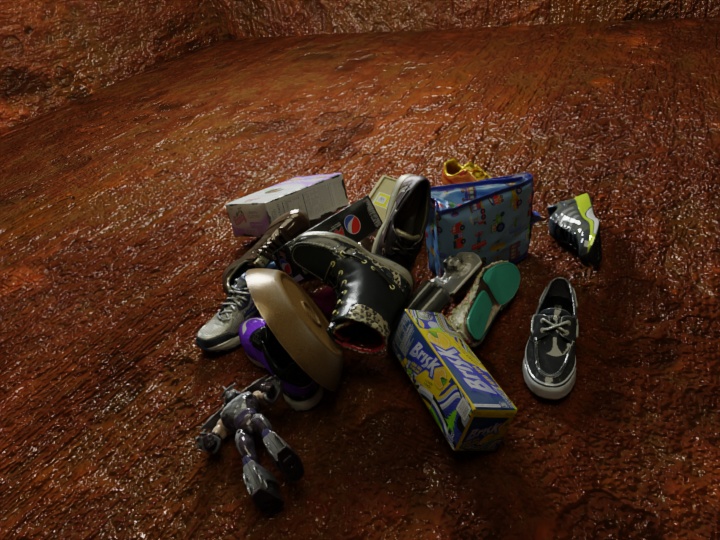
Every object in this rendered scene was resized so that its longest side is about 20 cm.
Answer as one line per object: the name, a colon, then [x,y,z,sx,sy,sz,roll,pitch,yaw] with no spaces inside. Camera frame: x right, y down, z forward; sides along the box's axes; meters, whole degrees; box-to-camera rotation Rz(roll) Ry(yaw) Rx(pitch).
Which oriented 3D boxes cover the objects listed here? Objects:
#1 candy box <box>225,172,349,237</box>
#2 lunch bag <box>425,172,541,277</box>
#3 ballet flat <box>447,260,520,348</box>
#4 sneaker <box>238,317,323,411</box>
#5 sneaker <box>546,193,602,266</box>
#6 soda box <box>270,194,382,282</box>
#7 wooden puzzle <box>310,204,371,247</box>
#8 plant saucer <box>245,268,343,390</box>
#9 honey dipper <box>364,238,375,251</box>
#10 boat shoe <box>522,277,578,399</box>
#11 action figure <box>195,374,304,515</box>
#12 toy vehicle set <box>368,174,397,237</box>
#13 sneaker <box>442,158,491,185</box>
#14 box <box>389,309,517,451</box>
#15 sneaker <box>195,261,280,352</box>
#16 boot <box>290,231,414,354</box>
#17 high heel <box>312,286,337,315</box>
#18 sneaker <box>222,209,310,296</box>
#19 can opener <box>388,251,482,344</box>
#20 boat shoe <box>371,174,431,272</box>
candy box: [-0.151,-0.136,1.114,0.198,0.073,0.166,-28,22,-35]
lunch bag: [0.213,-0.072,0.908,0.194,0.154,0.095,-13,33,-6]
ballet flat: [0.180,0.047,0.826,0.063,0.077,0.199,-25,10,46]
sneaker: [-0.122,0.103,0.780,0.069,0.101,0.199,-31,41,-24]
sneaker: [0.373,-0.066,0.948,0.079,0.076,0.201,-9,27,18]
soda box: [-0.054,-0.053,0.930,0.198,0.064,0.070,-34,5,-34]
wooden puzzle: [-0.087,-0.051,1.065,0.195,0.038,0.186,-19,35,-5]
plant saucer: [-0.079,0.069,0.737,0.035,0.201,0.201,-36,36,4]
honey dipper: [0.038,-0.061,0.982,0.199,0.038,0.038,-42,41,-9]
boat shoe: [0.267,0.084,0.743,0.070,0.069,0.201,8,38,24]
action figure: [-0.136,0.196,0.672,0.130,0.070,0.199,-45,38,-8]
toy vehicle set: [0.071,-0.123,1.088,0.121,0.027,0.201,21,37,8]
sneaker: [0.239,-0.179,1.128,0.072,0.079,0.198,-27,39,-28]
box: [0.112,0.133,0.694,0.068,0.066,0.201,8,27,-26]
sneaker: [-0.195,0.051,0.892,0.076,0.087,0.199,19,44,36]
boot: [-0.029,0.026,0.775,0.199,0.075,0.155,21,37,5]
high heel: [0.000,0.000,0.928,0.094,0.069,0.201,18,45,18]
sneaker: [-0.163,-0.023,0.961,0.199,0.071,0.076,-43,21,4]
can opener: [0.117,0.051,0.833,0.200,0.067,0.053,-46,39,-13]
boat shoe: [0.066,-0.053,0.854,0.070,0.206,0.065,16,0,-16]
